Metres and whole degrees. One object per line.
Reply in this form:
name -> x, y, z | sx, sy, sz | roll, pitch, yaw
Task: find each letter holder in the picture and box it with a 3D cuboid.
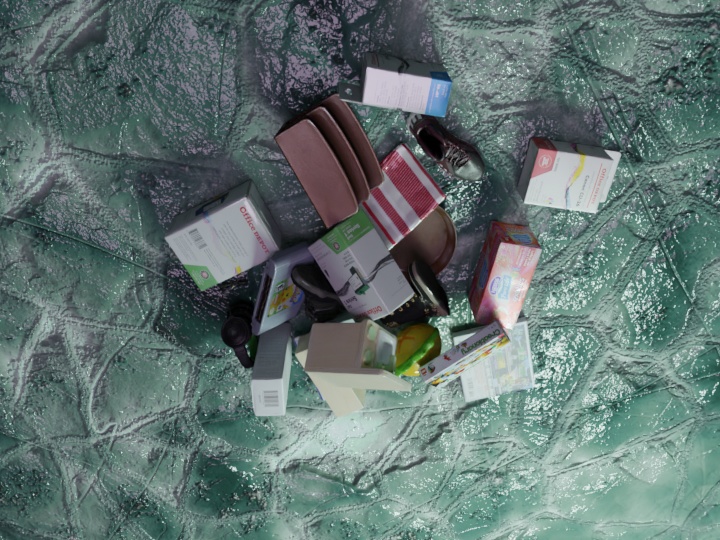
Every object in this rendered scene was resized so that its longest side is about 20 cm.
letter holder -> -0.050, -0.213, 1.246 | 0.139, 0.101, 0.203 | -25, 111, 17

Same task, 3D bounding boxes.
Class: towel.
towel -> 0.059, -0.138, 1.320 | 0.199, 0.023, 0.145 | -41, 87, 21

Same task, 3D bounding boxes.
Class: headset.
headset -> -0.256, 0.115, 1.433 | 0.091, 0.124, 0.205 | -17, 112, 6

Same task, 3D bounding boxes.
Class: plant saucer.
plant saucer -> 0.108, -0.066, 1.392 | 0.193, 0.035, 0.206 | 0, 120, 0

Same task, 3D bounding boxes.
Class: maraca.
maraca -> 0.123, 0.180, 1.445 | 0.107, 0.200, 0.137 | 44, 100, 2

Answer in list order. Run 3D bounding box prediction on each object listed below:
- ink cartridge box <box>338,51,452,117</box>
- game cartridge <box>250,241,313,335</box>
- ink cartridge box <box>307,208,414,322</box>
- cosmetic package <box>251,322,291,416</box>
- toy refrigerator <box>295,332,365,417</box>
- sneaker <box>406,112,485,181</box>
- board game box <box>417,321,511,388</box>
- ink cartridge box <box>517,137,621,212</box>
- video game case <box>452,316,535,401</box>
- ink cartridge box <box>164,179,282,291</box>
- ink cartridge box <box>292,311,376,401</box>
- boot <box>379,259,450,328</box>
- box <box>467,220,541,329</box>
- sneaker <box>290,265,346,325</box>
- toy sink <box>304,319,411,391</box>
ink cartridge box -> 0.060, -0.344, 1.186 | 0.193, 0.117, 0.068 | 7, 120, -7
game cartridge -> -0.163, 0.038, 1.390 | 0.040, 0.132, 0.204 | 35, 128, 21
ink cartridge box -> 0.000, 0.000, 1.322 | 0.203, 0.084, 0.145 | 57, 149, -3
cosmetic package -> -0.194, 0.214, 1.443 | 0.072, 0.202, 0.104 | 0, 120, -2
toy refrigerator -> -0.066, 0.233, 1.490 | 0.074, 0.071, 0.203 | -22, 115, 18
sneaker -> 0.169, -0.222, 1.259 | 0.198, 0.117, 0.076 | 34, 114, -19
board game box -> 0.228, 0.185, 1.405 | 0.197, 0.035, 0.126 | -34, 156, 11
ink cartridge box -> 0.430, -0.190, 1.314 | 0.193, 0.068, 0.119 | 6, 119, -6
video game case -> 0.323, 0.217, 1.567 | 0.177, 0.023, 0.205 | -13, 118, 5
ink cartridge box -> -0.278, -0.072, 1.345 | 0.195, 0.088, 0.147 | -23, 119, 12
ink cartridge box -> -0.035, 0.197, 1.531 | 0.195, 0.041, 0.204 | -17, 118, 9
boot -> 0.101, 0.059, 1.409 | 0.147, 0.075, 0.200 | -17, 149, 19
box -> 0.307, 0.011, 1.404 | 0.092, 0.104, 0.205 | 8, 120, -7
sneaker -> -0.099, 0.060, 1.397 | 0.114, 0.077, 0.198 | -40, 147, 16
toy sink -> 0.003, 0.174, 1.344 | 0.195, 0.115, 0.130 | -4, 156, 35
